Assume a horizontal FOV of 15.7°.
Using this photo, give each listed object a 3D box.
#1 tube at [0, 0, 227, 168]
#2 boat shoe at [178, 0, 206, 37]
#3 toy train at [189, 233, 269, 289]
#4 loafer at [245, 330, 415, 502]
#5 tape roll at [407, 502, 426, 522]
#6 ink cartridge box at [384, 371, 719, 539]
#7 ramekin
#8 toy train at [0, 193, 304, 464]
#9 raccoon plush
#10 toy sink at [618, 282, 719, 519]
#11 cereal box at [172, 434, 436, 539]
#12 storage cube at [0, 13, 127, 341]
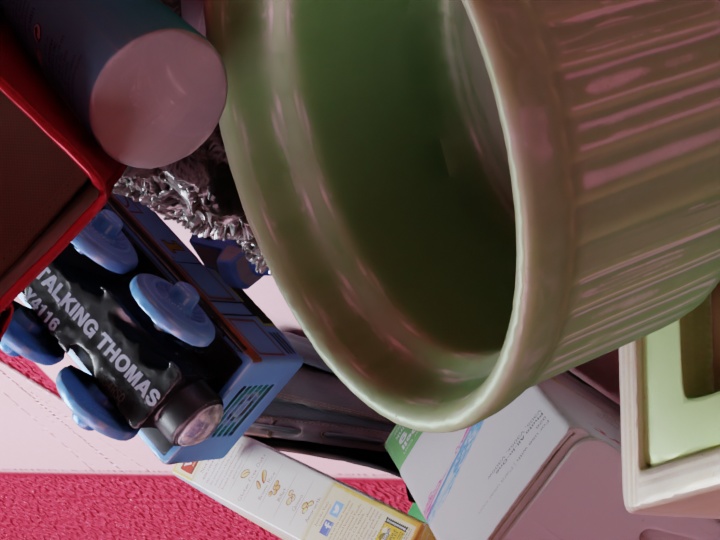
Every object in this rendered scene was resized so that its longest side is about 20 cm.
[{"bbox_3d":[-0.112,-0.101,0.936,0.200,0.050,0.078,44,162,49],"label":"tube"},{"bbox_3d":[-0.037,-0.144,0.891,0.200,0.068,0.057,108,144,-55],"label":"boat shoe"},{"bbox_3d":[0.000,0.000,1.179,0.199,0.046,0.034,14,154,31],"label":"toy train"},{"bbox_3d":[0.023,0.094,1.332,0.199,0.063,0.072,21,157,18],"label":"loafer"},{"bbox_3d":[0.115,0.176,1.421,0.200,0.048,0.201,24,158,10],"label":"tape roll"},{"bbox_3d":[0.103,0.110,1.139,0.145,0.088,0.200,35,-176,-15],"label":"ink cartridge box"},{"bbox_3d":[0.038,-0.057,0.836,0.200,0.097,0.201,42,140,47],"label":"ramekin"},{"bbox_3d":[-0.123,0.007,1.229,0.200,0.087,0.114,46,-165,20],"label":"toy train"},{"bbox_3d":[-0.082,-0.058,1.096,0.199,0.097,0.134,20,161,21],"label":"raccoon plush"},{"bbox_3d":[0.170,0.004,0.835,0.112,0.131,0.200,5,167,-22],"label":"toy sink"},{"bbox_3d":[0.015,0.135,1.250,0.144,0.040,0.200,32,174,-35],"label":"cereal box"},{"bbox_3d":[-0.199,-0.036,0.924,0.200,0.171,0.180,44,-175,-7],"label":"storage cube"}]
